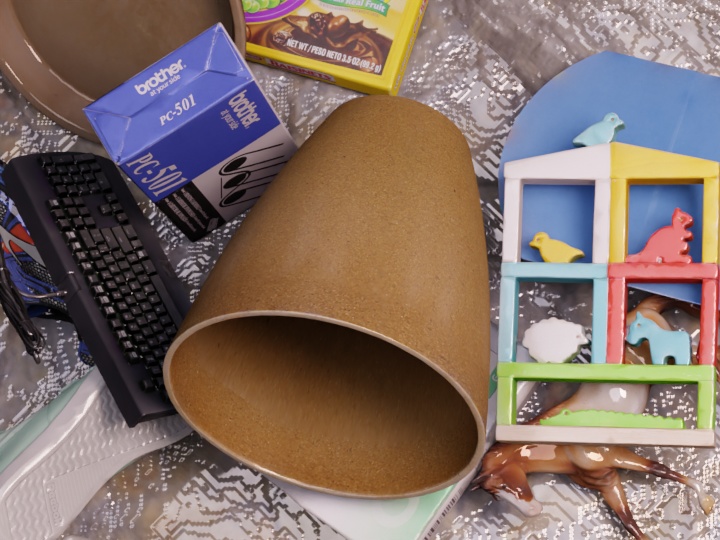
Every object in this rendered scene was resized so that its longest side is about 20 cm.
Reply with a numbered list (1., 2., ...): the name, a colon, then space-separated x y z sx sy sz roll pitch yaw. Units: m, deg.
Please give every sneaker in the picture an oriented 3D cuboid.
1. sneaker: -0.178 0.092 1.295 0.200 0.118 0.074 -40 114 -27
2. sneaker: -0.210 -0.010 1.329 0.200 0.075 0.079 37 88 16

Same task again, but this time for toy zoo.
1. toy zoo: 0.148 0.004 1.238 0.131 0.020 0.201 1 80 14

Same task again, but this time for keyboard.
1. keyboard: -0.167 0.008 1.253 0.127 0.021 0.200 -13 58 -33

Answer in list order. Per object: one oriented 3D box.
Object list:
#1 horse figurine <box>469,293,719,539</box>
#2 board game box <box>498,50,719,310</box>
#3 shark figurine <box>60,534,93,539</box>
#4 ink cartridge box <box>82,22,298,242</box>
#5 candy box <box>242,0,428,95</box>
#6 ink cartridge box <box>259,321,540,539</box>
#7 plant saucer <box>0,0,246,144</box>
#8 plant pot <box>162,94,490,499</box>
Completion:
1. horse figurine: 0.173 0.082 1.264 0.132 0.050 0.200 30 83 12
2. board game box: 0.187 -0.050 1.296 0.199 0.039 0.158 15 66 14
3. shark figurine: -0.218 0.228 1.288 0.214 0.128 0.090 -39 49 16
4. ink cartridge box: -0.095 -0.079 1.260 0.094 0.200 0.044 -32 75 0
5. candy box: -0.057 -0.187 1.369 0.199 0.026 0.102 16 76 11
6. ink cartridge box: -0.009 0.068 1.295 0.200 0.050 0.161 34 84 12
7. plant saucer: -0.159 -0.170 1.321 0.200 0.200 0.029 23 38 12
8. plant pot: 0.000 0.000 1.217 0.186 0.187 0.200 9 56 10
